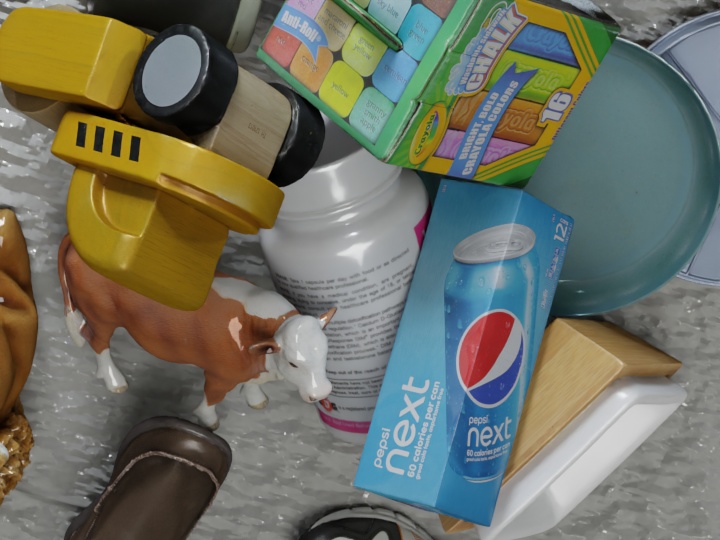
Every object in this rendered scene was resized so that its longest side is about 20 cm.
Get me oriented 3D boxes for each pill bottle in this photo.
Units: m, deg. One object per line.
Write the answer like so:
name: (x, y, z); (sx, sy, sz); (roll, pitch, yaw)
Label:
pill bottle: (0.000, 0.000, 1.464); (0.112, 0.114, 0.201); (-19, 118, -2)

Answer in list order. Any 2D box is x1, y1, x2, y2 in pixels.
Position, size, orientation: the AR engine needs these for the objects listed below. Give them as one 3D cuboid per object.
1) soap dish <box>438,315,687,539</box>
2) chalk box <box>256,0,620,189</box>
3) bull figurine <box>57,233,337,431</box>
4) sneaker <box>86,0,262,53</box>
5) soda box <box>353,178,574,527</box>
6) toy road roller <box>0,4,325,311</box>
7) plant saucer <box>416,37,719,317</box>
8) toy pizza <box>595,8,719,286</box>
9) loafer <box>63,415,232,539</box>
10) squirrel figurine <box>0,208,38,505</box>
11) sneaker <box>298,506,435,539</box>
soap dish: (0.128, 0.102, 1.507); (0.157, 0.200, 0.081); (-45, 76, 12)
chalk box: (0.034, -0.139, 1.349); (0.199, 0.125, 0.125); (7, 120, -52)
bull figurine: (-0.103, 0.039, 1.438); (0.199, 0.065, 0.122); (27, 136, 12)
sneaker: (-0.101, -0.227, 1.353); (0.105, 0.075, 0.202); (6, 115, -17)
soda box: (0.065, 0.050, 1.409); (0.064, 0.067, 0.202); (24, 80, -49)
toy road roller: (-0.133, -0.064, 1.338); (0.123, 0.199, 0.147); (30, 79, -51)
plant saucer: (0.136, -0.065, 1.488); (0.198, 0.027, 0.202); (2, 116, 3)
toy pizza: (0.253, -0.084, 1.517); (0.198, 0.032, 0.202); (-2, 116, -4)
loafer: (-0.143, 0.170, 1.500); (0.073, 0.071, 0.200); (23, 135, -13)
squirrel figurine: (-0.256, 0.092, 1.414); (0.140, 0.187, 0.202); (-14, 118, -5)
sneaker: (0.045, 0.229, 1.606); (0.199, 0.080, 0.074); (21, 111, -19)
